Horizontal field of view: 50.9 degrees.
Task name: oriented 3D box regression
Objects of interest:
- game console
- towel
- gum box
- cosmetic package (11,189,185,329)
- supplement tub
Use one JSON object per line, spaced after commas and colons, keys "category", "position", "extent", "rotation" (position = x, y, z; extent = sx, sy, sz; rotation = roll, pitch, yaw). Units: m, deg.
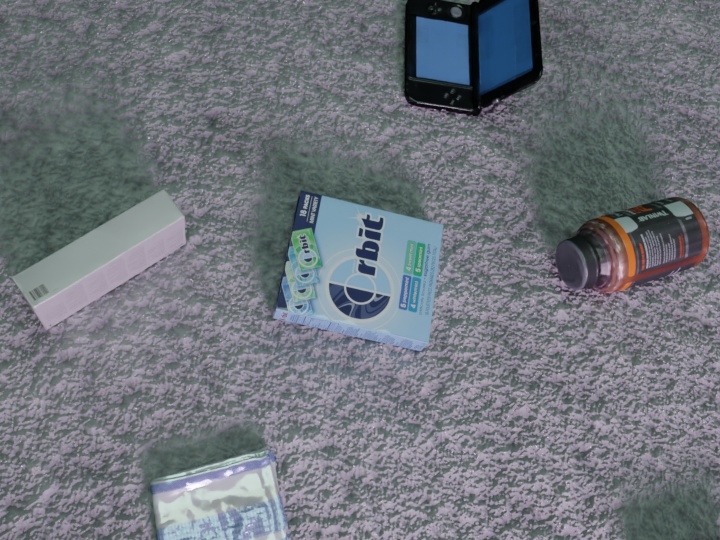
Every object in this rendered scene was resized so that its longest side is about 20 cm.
{"category": "game console", "position": [0.162, -0.347, 1.124], "extent": [0.175, 0.116, 0.201], "rotation": [7, 67, -10]}
{"category": "towel", "position": [-0.147, 0.311, 0.844], "extent": [0.146, 0.024, 0.201], "rotation": [-10, 72, -15]}
{"category": "gum box", "position": [0.000, 0.000, 0.989], "extent": [0.199, 0.045, 0.171], "rotation": [13, 67, -8]}
{"category": "cosmetic package", "position": [-0.306, -0.014, 0.907], "extent": [0.200, 0.083, 0.051], "rotation": [-35, 77, -23]}
{"category": "supplement tub", "position": [0.373, -0.031, 1.050], "extent": [0.199, 0.107, 0.108], "rotation": [-15, 73, -18]}
